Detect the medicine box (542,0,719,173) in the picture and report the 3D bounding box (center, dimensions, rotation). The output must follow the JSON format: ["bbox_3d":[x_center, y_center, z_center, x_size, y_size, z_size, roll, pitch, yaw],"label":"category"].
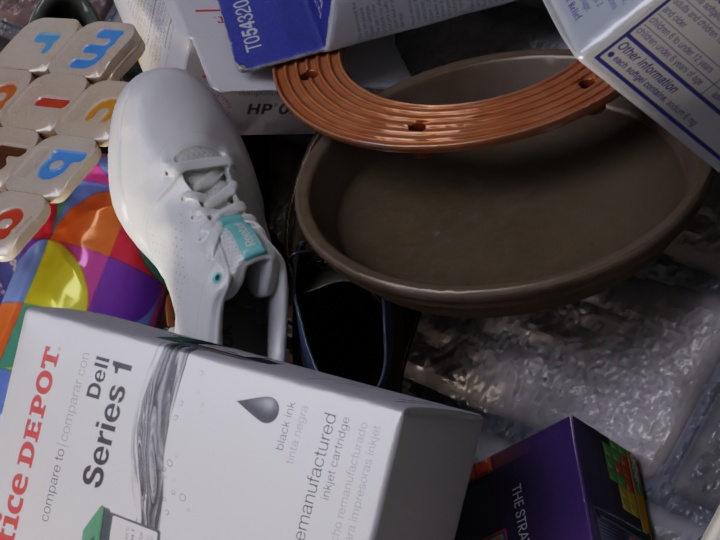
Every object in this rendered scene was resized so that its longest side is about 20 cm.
[{"bbox_3d":[0.201,-0.140,1.176,0.200,0.182,0.103,-39,45,18],"label":"medicine box"}]

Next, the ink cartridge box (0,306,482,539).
[{"bbox_3d":[-0.064,0.107,1.200,0.200,0.084,0.146,13,90,28],"label":"ink cartridge box"}]

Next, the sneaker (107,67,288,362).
[{"bbox_3d":[-0.065,-0.011,1.298,0.088,0.075,0.200,135,123,-64],"label":"sneaker"}]

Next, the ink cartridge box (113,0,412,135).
[{"bbox_3d":[-0.058,-0.132,1.451,0.200,0.115,0.068,-114,30,-44],"label":"ink cartridge box"}]

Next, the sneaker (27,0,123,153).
[{"bbox_3d":[-0.164,-0.085,1.517,0.074,0.079,0.200,-8,36,-5],"label":"sneaker"}]

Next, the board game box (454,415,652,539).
[{"bbox_3d":[0.056,0.187,1.205,0.165,0.057,0.200,-31,48,27],"label":"board game box"}]

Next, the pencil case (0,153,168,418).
[{"bbox_3d":[-0.140,0.037,1.367,0.088,0.088,0.200,10,72,45],"label":"pencil case"}]

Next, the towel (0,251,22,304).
[{"bbox_3d":[-0.219,0.070,1.411,0.200,0.024,0.145,-27,78,-7],"label":"towel"}]

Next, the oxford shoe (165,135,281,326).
[{"bbox_3d":[-0.091,-0.047,1.476,0.071,0.071,0.200,-30,50,31],"label":"oxford shoe"}]

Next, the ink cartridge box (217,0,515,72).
[{"bbox_3d":[0.013,-0.197,1.411,0.200,0.043,0.196,-15,44,-4],"label":"ink cartridge box"}]

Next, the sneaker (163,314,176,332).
[{"bbox_3d":[-0.073,0.096,1.354,0.089,0.079,0.200,18,73,7],"label":"sneaker"}]

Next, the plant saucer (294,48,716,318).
[{"bbox_3d":[0.069,-0.040,1.285,0.200,0.029,0.200,-8,36,6],"label":"plant saucer"}]

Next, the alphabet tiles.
[{"bbox_3d":[-0.197,-0.056,1.403,0.196,0.015,0.200,9,52,48],"label":"alphabet tiles"}]

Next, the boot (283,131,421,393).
[{"bbox_3d":[0.000,0.000,1.328,0.075,0.097,0.200,3,68,-5],"label":"boot"}]

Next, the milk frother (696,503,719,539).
[{"bbox_3d":[0.252,0.090,1.036,0.200,0.180,0.188,39,133,20],"label":"milk frother"}]

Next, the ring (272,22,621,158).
[{"bbox_3d":[0.056,-0.111,1.349,0.200,0.019,0.200,-10,35,7],"label":"ring"}]
